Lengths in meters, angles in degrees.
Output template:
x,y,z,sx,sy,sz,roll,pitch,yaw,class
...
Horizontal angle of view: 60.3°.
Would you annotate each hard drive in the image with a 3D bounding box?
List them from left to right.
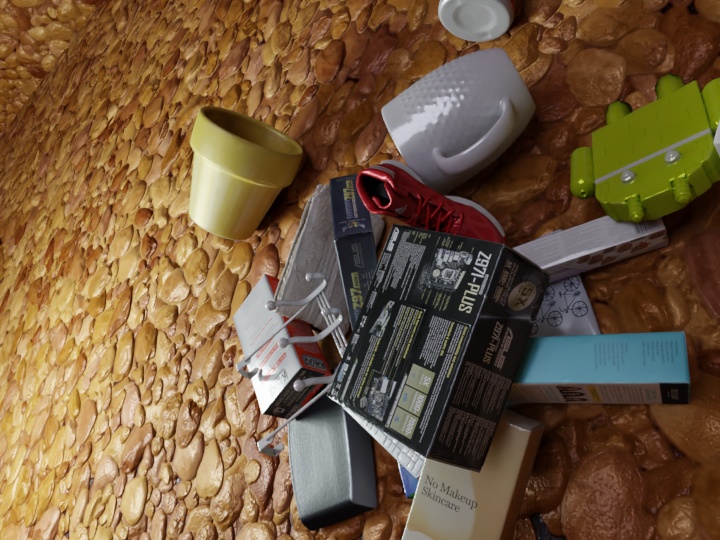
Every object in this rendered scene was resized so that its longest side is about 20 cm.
x,y,z,sx,sy,sz,roll,pitch,yaw,class
-0.047,0.243,0.870,0.134,0.042,0.204,-30,53,30,hard drive

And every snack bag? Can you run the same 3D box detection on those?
x,y,z,sx,sy,sz,roll,pitch,yaw,class
0.173,0.065,0.733,0.197,0.021,0.192,-21,57,20,snack bag

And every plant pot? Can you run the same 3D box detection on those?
x,y,z,sx,sy,sz,roll,pitch,yaw,class
-0.227,-0.171,1.142,0.201,0.198,0.192,47,120,44,plant pot

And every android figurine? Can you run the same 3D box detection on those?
x,y,z,sx,sy,sz,roll,pitch,yaw,class
0.310,-0.129,0.662,0.180,0.041,0.202,-24,35,39,android figurine

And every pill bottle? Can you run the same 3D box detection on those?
x,y,z,sx,sy,sz,roll,pitch,yaw,class
0.188,-0.462,0.925,0.112,0.113,0.204,0,71,43,pill bottle

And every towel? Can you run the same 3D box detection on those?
x,y,z,sx,sy,sz,roll,pitch,yaw,class
-0.043,-0.014,0.922,0.034,0.131,0.204,3,72,59,towel

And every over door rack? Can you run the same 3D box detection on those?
x,y,z,sx,sy,sz,roll,pitch,yaw,class
-0.095,0.118,0.802,0.201,0.066,0.149,-49,44,21,over door rack

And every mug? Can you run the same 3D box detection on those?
x,y,z,sx,sy,sz,roll,pitch,yaw,class
0.138,-0.191,0.810,0.174,0.148,0.201,-31,27,18,mug

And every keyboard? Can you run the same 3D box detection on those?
x,y,z,sx,sy,sz,roll,pitch,yaw,class
0.023,0.182,0.800,0.199,0.011,0.057,34,90,46,keyboard

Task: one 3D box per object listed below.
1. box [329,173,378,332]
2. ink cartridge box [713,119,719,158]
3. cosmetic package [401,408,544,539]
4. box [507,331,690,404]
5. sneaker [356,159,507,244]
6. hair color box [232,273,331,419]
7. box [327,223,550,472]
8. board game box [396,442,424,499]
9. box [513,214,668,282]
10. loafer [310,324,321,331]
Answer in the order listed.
x,y,z,sx,sy,sz,roll,pitch,yaw,class
0.000,0.000,0.809,0.050,0.203,0.159,-10,34,0,box
0.433,-0.136,0.519,0.198,0.144,0.150,16,81,46,ink cartridge box
0.115,0.244,0.659,0.103,0.071,0.205,15,91,28,cosmetic package
0.220,0.100,0.624,0.196,0.082,0.050,-5,64,26,box
0.075,-0.060,0.737,0.198,0.115,0.080,30,113,17,sneaker
-0.124,0.111,0.934,0.102,0.061,0.201,-49,42,20,hair color box
0.074,0.069,0.629,0.162,0.085,0.204,14,81,52,box
0.092,0.162,0.781,0.134,0.034,0.203,-34,51,27,board game box
0.238,-0.021,0.699,0.197,0.039,0.042,-21,55,21,box
-0.075,-0.002,0.990,0.072,0.071,0.204,-24,57,33,loafer
